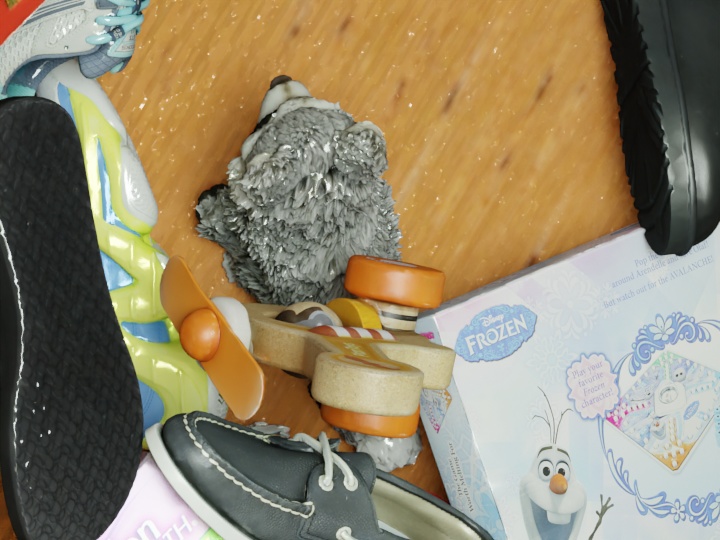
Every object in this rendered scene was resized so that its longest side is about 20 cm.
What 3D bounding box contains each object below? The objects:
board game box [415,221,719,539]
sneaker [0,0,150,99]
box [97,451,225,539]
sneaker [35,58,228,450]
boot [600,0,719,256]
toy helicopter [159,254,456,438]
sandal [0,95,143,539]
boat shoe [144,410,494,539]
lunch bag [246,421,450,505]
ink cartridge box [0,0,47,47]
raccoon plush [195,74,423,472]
[{"bbox_3d":[0.130,0.087,1.400,0.199,0.043,0.200,-21,95,-34],"label":"board game box"},{"bbox_3d":[-0.120,-0.139,1.318,0.200,0.078,0.087,-39,78,22],"label":"sneaker"},{"bbox_3d":[-0.090,0.215,1.284,0.200,0.097,0.176,45,82,-3],"label":"box"},{"bbox_3d":[-0.142,0.000,1.367,0.105,0.076,0.201,-21,88,-3],"label":"sneaker"},{"bbox_3d":[0.210,-0.105,1.413,0.161,0.073,0.199,-2,66,-11],"label":"boot"},{"bbox_3d":[-0.020,0.035,1.239,0.131,0.200,0.079,11,94,-11],"label":"toy helicopter"},{"bbox_3d":[-0.141,0.025,1.223,0.075,0.045,0.201,-11,94,-46],"label":"sandal"},{"bbox_3d":[-0.015,0.104,1.283,0.060,0.076,0.200,-42,136,15],"label":"boat shoe"},{"bbox_3d":[-0.019,0.176,1.386,0.200,0.082,0.176,44,81,-7],"label":"lunch bag"},{"bbox_3d":[-0.239,-0.115,1.284,0.200,0.160,0.047,-42,132,8],"label":"ink cartridge box"},{"bbox_3d":[0.000,0.000,1.363,0.097,0.134,0.200,-36,96,-9],"label":"raccoon plush"}]
